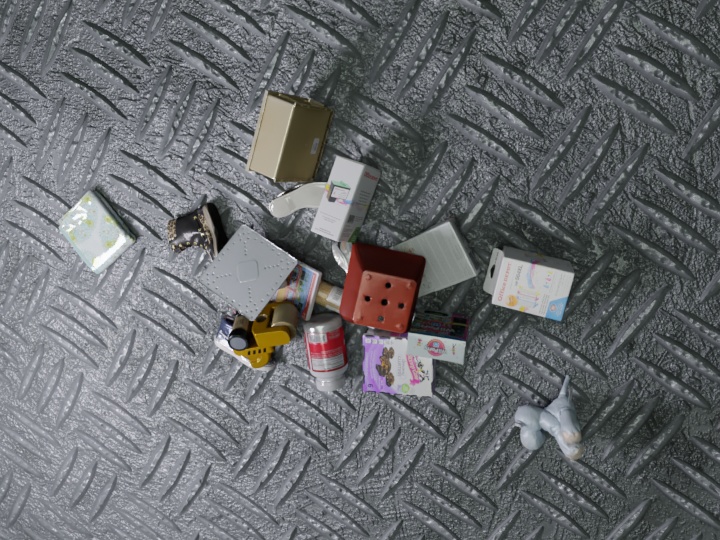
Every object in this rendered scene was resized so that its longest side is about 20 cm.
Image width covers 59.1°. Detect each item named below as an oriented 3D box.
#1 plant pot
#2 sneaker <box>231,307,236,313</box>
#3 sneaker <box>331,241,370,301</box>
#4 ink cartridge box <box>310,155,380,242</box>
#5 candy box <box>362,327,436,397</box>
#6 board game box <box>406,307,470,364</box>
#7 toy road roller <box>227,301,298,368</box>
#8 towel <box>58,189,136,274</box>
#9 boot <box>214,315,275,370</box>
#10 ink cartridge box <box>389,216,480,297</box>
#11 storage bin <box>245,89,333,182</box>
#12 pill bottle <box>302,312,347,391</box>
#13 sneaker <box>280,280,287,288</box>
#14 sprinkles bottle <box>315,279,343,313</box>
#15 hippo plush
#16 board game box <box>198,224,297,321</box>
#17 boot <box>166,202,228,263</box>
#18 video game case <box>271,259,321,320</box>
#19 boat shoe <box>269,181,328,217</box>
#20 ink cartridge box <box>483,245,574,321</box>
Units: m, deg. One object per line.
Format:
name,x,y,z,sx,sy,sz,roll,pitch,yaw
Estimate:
plant pot,0.058,0.057,1.601,0.198,0.176,0.202,12,101,-3
sneaker,-0.288,0.142,1.804,0.199,0.075,0.081,33,79,2
sneaker,0.000,0.000,1.716,0.079,0.074,0.201,-31,95,13
ink cartridge box,-0.035,-0.179,1.620,0.083,0.145,0.202,22,98,16
candy box,0.109,0.253,1.754,0.198,0.072,0.170,3,105,13
board game box,0.205,0.166,1.641,0.146,0.200,0.065,8,107,10
toy road roller,-0.255,0.180,1.723,0.198,0.123,0.147,-10,125,9
towel,-0.786,-0.114,1.883,0.171,0.048,0.200,-38,94,20
boot,-0.329,0.212,1.845,0.199,0.073,0.091,25,114,7
ink cartridge box,0.197,-0.030,1.688,0.199,0.050,0.163,-23,99,36
storage bin,-0.172,-0.334,1.608,0.093,0.198,0.202,25,109,23
pill bottle,-0.095,0.228,1.775,0.111,0.112,0.202,-4,103,14
sneaker,-0.289,-0.004,1.759,0.198,0.075,0.116,3,98,33
sprinkles bottle,-0.038,0.091,1.750,0.199,0.068,0.069,23,108,7
hippo plush,0.487,0.406,1.659,0.159,0.159,0.202,-9,102,15
board game box,-0.300,0.006,1.704,0.199,0.026,0.201,33,77,17
boot,-0.459,-0.076,1.798,0.149,0.073,0.202,-15,92,16
video game case,-0.203,0.033,1.762,0.199,0.017,0.144,26,110,29
boat shoe,-0.149,-0.197,1.706,0.198,0.060,0.074,-19,113,19
ink cartridge box,0.417,0.028,1.596,0.198,0.125,0.130,13,107,9
